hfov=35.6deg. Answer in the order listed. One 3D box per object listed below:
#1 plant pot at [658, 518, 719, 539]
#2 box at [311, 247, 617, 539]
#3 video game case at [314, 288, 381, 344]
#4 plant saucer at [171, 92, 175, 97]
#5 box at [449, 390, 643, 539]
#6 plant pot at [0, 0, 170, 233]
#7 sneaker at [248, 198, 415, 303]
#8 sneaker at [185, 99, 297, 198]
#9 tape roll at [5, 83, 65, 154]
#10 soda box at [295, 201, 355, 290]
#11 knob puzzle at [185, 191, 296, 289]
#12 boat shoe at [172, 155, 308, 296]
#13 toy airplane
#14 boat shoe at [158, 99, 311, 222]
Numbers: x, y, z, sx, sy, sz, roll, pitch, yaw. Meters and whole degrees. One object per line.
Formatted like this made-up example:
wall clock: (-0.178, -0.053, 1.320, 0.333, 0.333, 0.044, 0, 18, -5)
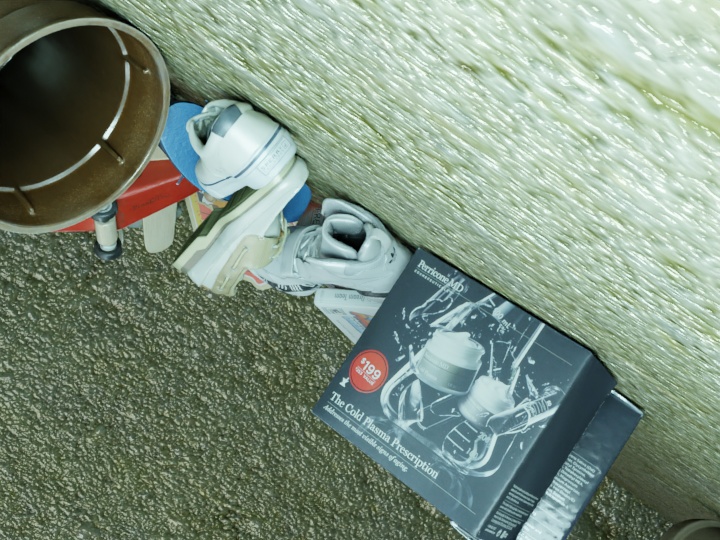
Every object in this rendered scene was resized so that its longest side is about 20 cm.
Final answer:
plant pot: (0.577, 0.485, 1.742, 0.199, 0.201, 0.175, 35, 158, -6)
box: (0.092, 0.113, 1.007, 0.199, 0.183, 0.104, 32, 176, 32)
video game case: (0.065, 0.070, 1.263, 0.180, 0.024, 0.200, 4, 158, 23)
plant saucer: (-0.292, -0.232, 1.219, 0.199, 0.036, 0.200, 35, 176, 2)
box: (0.191, 0.203, 1.147, 0.104, 0.201, 0.148, 33, 178, 14)
plant pot: (-0.301, -0.170, 0.961, 0.198, 0.201, 0.200, 41, 180, 29)
sneaker: (-0.041, -0.024, 1.084, 0.198, 0.076, 0.115, 9, 161, 25)
sneaker: (-0.109, -0.110, 0.936, 0.071, 0.073, 0.200, 45, 165, -16)
tape roll: (-0.358, -0.155, 1.096, 0.201, 0.203, 0.071, 33, 157, 19)
soda box: (0.000, 0.000, 1.273, 0.063, 0.069, 0.200, 20, 168, 41)
knob puzzle: (-0.146, -0.056, 1.391, 0.218, 0.030, 0.222, 23, 133, 27)
boat shoe: (-0.100, -0.042, 1.052, 0.068, 0.075, 0.200, 39, 138, -14)
toy airplane: (-0.232, -0.112, 1.216, 0.141, 0.201, 0.198, 47, -164, 29)
boat shoe: (-0.137, -0.103, 1.108, 0.200, 0.084, 0.069, 41, 177, -43)
